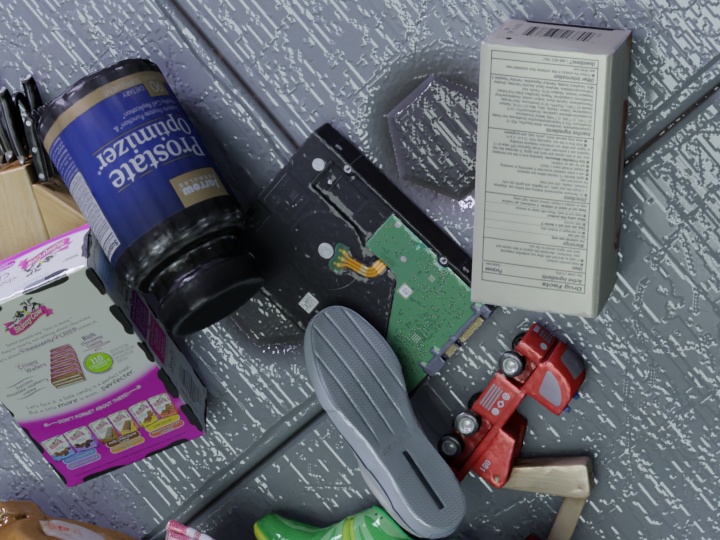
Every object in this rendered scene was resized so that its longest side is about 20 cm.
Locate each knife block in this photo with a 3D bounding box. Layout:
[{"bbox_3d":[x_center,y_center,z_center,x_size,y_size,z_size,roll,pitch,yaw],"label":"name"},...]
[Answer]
[{"bbox_3d":[-0.292,-0.055,1.731,0.175,0.064,0.201,33,117,8],"label":"knife block"}]

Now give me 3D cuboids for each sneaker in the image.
[{"bbox_3d":[0.005,0.233,1.727,0.199,0.074,0.084,13,74,26],"label":"sneaker"},{"bbox_3d":[0.010,0.125,1.637,0.201,0.073,0.071,62,157,9],"label":"sneaker"}]

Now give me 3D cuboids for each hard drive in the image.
[{"bbox_3d":[0.000,0.000,1.656,0.200,0.038,0.140,43,117,3],"label":"hard drive"}]

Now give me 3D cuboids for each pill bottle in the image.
[{"bbox_3d":[-0.160,-0.055,1.630,0.112,0.112,0.201,-38,77,27],"label":"pill bottle"}]

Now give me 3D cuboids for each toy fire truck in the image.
[{"bbox_3d":[0.134,0.156,1.655,0.141,0.049,0.201,37,116,4],"label":"toy fire truck"}]

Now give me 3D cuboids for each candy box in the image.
[{"bbox_3d":[-0.229,0.071,1.698,0.135,0.061,0.201,-21,126,13],"label":"candy box"}]

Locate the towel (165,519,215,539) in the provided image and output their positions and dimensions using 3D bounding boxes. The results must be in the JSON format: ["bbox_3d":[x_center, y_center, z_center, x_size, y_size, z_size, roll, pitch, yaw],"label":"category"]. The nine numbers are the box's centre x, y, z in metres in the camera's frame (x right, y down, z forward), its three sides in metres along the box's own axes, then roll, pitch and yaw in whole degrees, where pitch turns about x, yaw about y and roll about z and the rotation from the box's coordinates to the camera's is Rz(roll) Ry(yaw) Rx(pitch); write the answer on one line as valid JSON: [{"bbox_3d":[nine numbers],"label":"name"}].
[{"bbox_3d":[-0.067,0.274,1.740,0.199,0.030,0.147,19,152,11],"label":"towel"}]

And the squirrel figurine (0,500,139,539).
[{"bbox_3d":[-0.292,0.306,1.803,0.199,0.141,0.188,20,97,32],"label":"squirrel figurine"}]

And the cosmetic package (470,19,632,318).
[{"bbox_3d":[0.142,-0.077,1.549,0.102,0.087,0.202,8,110,16],"label":"cosmetic package"}]
